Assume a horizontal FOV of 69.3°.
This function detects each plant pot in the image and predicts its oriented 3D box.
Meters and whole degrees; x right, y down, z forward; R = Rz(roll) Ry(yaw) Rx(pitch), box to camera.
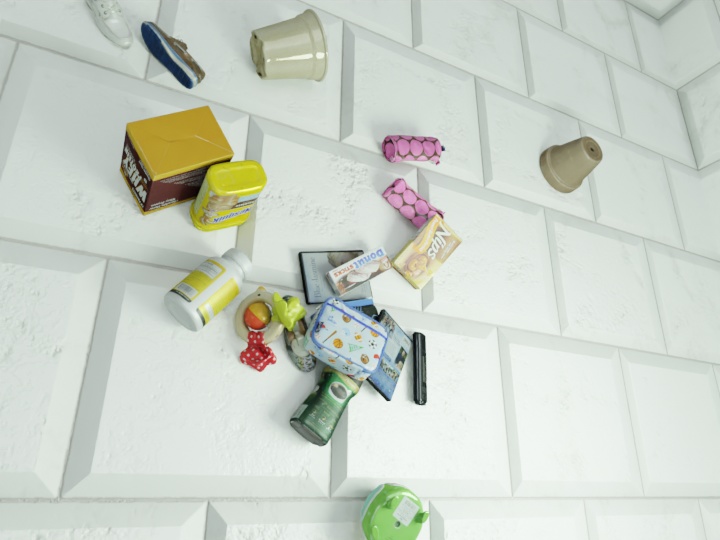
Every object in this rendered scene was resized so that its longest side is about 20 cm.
[{"bbox_3d":[-0.217,-0.641,1.519,0.182,0.200,0.202,-18,80,-21],"label":"plant pot"},{"bbox_3d":[0.822,-0.424,2.005,0.199,0.174,0.202,11,65,-24],"label":"plant pot"}]

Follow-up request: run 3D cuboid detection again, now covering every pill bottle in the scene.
[{"bbox_3d":[-0.345,0.038,1.213,0.111,0.111,0.200,47,57,-5],"label":"pill bottle"}]

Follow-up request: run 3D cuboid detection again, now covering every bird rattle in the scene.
[{"bbox_3d":[-0.230,0.131,1.244,0.163,0.201,0.112,42,9,25],"label":"bird rattle"}]

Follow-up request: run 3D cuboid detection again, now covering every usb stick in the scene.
[{"bbox_3d":[0.165,0.270,1.447,0.055,0.032,0.202,35,50,-54],"label":"usb stick"}]

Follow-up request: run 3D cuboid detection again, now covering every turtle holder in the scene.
[{"bbox_3d":[0.064,0.588,1.209,0.140,0.132,0.187,12,85,-21],"label":"turtle holder"}]

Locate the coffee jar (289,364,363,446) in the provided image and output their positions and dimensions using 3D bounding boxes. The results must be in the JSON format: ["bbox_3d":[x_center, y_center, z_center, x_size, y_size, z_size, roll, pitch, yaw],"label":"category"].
[{"bbox_3d":[-0.078,0.315,1.267,0.104,0.085,0.200,42,56,-8],"label":"coffee jar"}]

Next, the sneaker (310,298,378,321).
[{"bbox_3d":[-0.034,0.128,1.375,0.199,0.070,0.078,-10,69,-32],"label":"sneaker"}]

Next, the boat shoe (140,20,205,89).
[{"bbox_3d":[-0.502,-0.583,1.401,0.200,0.072,0.072,51,50,-14],"label":"boat shoe"}]

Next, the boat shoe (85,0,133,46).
[{"bbox_3d":[-0.656,-0.678,1.346,0.071,0.069,0.201,-35,90,-36],"label":"boat shoe"}]

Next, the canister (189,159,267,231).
[{"bbox_3d":[-0.320,-0.179,1.258,0.148,0.200,0.087,-17,79,-33],"label":"canister"}]

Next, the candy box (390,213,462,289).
[{"bbox_3d":[0.194,-0.055,1.540,0.115,0.055,0.200,44,78,-8],"label":"candy box"}]

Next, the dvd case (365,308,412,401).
[{"bbox_3d":[0.067,0.222,1.383,0.143,0.017,0.201,49,46,-26],"label":"dvd case"}]

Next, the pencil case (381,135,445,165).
[{"bbox_3d":[0.168,-0.384,1.672,0.198,0.091,0.095,-6,85,-28],"label":"pencil case"}]

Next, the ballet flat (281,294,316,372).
[{"bbox_3d":[-0.159,0.154,1.295,0.072,0.072,0.202,-13,78,-32],"label":"ballet flat"}]

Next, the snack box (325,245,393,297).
[{"bbox_3d":[0.000,0.000,1.430,0.199,0.024,0.072,-28,87,-35],"label":"snack box"}]

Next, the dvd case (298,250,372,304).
[{"bbox_3d":[-0.067,0.015,1.422,0.198,0.018,0.144,-3,74,-30],"label":"dvd case"}]

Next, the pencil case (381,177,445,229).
[{"bbox_3d":[0.166,-0.201,1.606,0.200,0.091,0.094,38,92,-13],"label":"pencil case"}]

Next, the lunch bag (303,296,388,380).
[{"bbox_3d":[-0.034,0.160,1.273,0.199,0.076,0.161,33,51,-9],"label":"lunch bag"}]

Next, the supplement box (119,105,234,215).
[{"bbox_3d":[-0.435,-0.255,1.224,0.196,0.200,0.134,-27,85,-34],"label":"supplement box"}]
